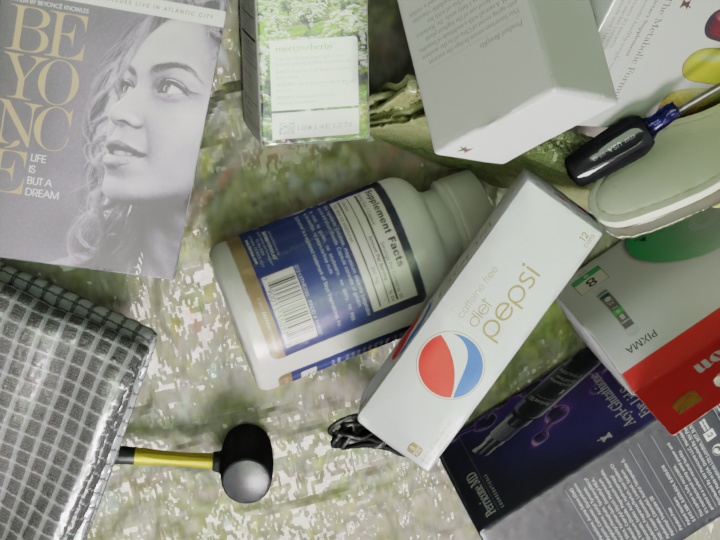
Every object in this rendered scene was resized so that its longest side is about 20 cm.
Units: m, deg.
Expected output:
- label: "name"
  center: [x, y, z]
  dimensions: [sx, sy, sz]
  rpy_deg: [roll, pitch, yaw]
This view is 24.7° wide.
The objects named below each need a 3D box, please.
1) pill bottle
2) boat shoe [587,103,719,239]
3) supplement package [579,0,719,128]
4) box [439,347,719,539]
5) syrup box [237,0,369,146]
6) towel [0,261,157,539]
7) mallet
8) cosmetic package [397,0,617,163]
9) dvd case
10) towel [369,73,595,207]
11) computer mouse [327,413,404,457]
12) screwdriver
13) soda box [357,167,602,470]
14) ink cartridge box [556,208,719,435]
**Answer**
- label: "pill bottle"
  center: [0.000, 0.000, 1.179]
  dimensions: [0.198, 0.111, 0.112]
  rpy_deg: [-21, 112, -6]
- label: "boat shoe"
  center: [0.244, -0.075, 1.102]
  dimensions: [0.201, 0.072, 0.061]
  rpy_deg: [-32, 138, -7]
- label: "supplement package"
  center: [0.198, -0.170, 1.117]
  dimensions: [0.198, 0.110, 0.114]
  rpy_deg: [0, 130, -35]
- label: "box"
  center: [0.176, 0.151, 1.252]
  dimensions: [0.199, 0.148, 0.105]
  rpy_deg: [-33, 113, 0]
- label: "syrup box"
  center: [-0.041, -0.192, 1.119]
  dimensions: [0.078, 0.081, 0.202]
  rpy_deg: [-5, 108, -12]
- label: "towel"
  center: [-0.251, 0.106, 1.158]
  dimensions: [0.164, 0.086, 0.202]
  rpy_deg: [22, 104, -1]
- label: "mallet"
  center: [-0.160, 0.143, 1.220]
  dimensions: [0.197, 0.066, 0.042]
  rpy_deg: [2, 110, -13]
- label: "cosmetic package"
  center: [0.081, -0.181, 1.036]
  dimensions: [0.071, 0.101, 0.202]
  rpy_deg: [4, 68, -46]
- label: "dvd case"
  center: [-0.178, -0.097, 1.091]
  dimensions: [0.147, 0.016, 0.202]
  rpy_deg: [8, 109, -17]
- label: "towel"
  center: [0.099, -0.090, 1.156]
  dimensions: [0.198, 0.148, 0.037]
  rpy_deg: [20, 84, -18]
- label: "computer mouse"
  center: [0.077, 0.077, 1.213]
  dimensions: [0.200, 0.046, 0.140]
  rpy_deg: [-45, 156, 13]
- label: "screwdriver"
  center: [0.221, -0.116, 1.073]
  dimensions: [0.199, 0.029, 0.028]
  rpy_deg: [-35, 148, 7]
- label: "soda box"
  center: [0.078, 0.032, 1.106]
  dimensions: [0.063, 0.068, 0.201]
  rpy_deg: [34, 101, -3]
- label: "ink cartridge box"
  center: [0.243, 0.020, 1.192]
  dimensions: [0.160, 0.200, 0.050]
  rpy_deg: [-34, 112, 1]
